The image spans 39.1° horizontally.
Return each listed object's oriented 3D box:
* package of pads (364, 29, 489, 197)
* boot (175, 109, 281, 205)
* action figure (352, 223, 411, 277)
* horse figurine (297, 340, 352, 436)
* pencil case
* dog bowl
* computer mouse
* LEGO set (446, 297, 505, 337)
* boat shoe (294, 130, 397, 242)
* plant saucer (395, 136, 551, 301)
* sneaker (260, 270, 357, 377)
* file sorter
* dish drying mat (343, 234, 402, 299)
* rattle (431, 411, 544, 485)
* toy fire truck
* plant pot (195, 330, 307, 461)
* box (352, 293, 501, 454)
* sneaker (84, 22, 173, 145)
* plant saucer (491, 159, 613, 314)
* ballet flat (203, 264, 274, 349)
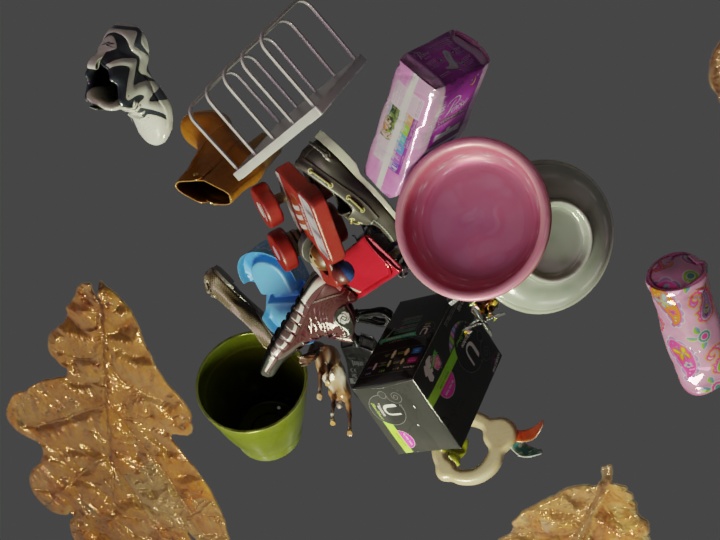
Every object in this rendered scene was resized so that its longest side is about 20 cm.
[{"bbox_3d":[0.084,-0.196,1.294,0.076,0.120,0.201,41,141,19],"label":"package of pads"},{"bbox_3d":[-0.228,-0.164,1.483,0.199,0.144,0.071,18,136,31],"label":"boot"},{"bbox_3d":[0.061,-0.055,1.483,0.198,0.070,0.130,-10,128,41],"label":"action figure"},{"bbox_3d":[-0.050,0.188,1.736,0.049,0.133,0.201,-15,128,11],"label":"horse figurine"},{"bbox_3d":[0.446,0.072,1.361,0.087,0.088,0.201,-5,127,34],"label":"pencil case"},{"bbox_3d":[-0.126,0.034,1.694,0.110,0.050,0.201,-3,127,33],"label":"dog bowl"},{"bbox_3d":[0.031,0.136,1.703,0.139,0.046,0.202,-4,121,30],"label":"computer mouse"},{"bbox_3d":[0.166,-0.005,1.368,0.153,0.116,0.200,-31,129,12],"label":"LEGO set"},{"bbox_3d":[-0.011,-0.100,1.362,0.201,0.061,0.072,46,178,-33],"label":"boat shoe"},{"bbox_3d":[0.143,-0.063,1.265,0.198,0.051,0.203,-2,86,22],"label":"plant saucer"},{"bbox_3d":[-0.072,0.107,1.624,0.115,0.076,0.201,30,105,-9],"label":"sneaker"},{"bbox_3d":[-0.119,-0.244,1.361,0.125,0.139,0.199,47,136,-12],"label":"file sorter"},{"bbox_3d":[0.000,0.000,1.558,0.077,0.018,0.200,44,157,-4],"label":"dish drying mat"},{"bbox_3d":[0.227,0.309,1.727,0.198,0.131,0.144,-17,135,10],"label":"rattle"},{"bbox_3d":[-0.067,-0.057,1.467,0.168,0.111,0.202,49,162,51],"label":"toy fire truck"},{"bbox_3d":[-0.182,0.246,1.840,0.198,0.202,0.194,17,148,17],"label":"plant pot"},{"bbox_3d":[0.105,0.155,1.553,0.123,0.201,0.149,-14,122,39],"label":"box"},{"bbox_3d":[-0.352,-0.249,1.502,0.079,0.130,0.201,15,136,19],"label":"sneaker"},{"bbox_3d":[0.241,-0.040,1.303,0.200,0.200,0.050,45,179,-14],"label":"plant saucer"},{"bbox_3d":[-0.201,0.076,1.761,0.046,0.067,0.200,-41,102,5],"label":"ballet flat"}]
